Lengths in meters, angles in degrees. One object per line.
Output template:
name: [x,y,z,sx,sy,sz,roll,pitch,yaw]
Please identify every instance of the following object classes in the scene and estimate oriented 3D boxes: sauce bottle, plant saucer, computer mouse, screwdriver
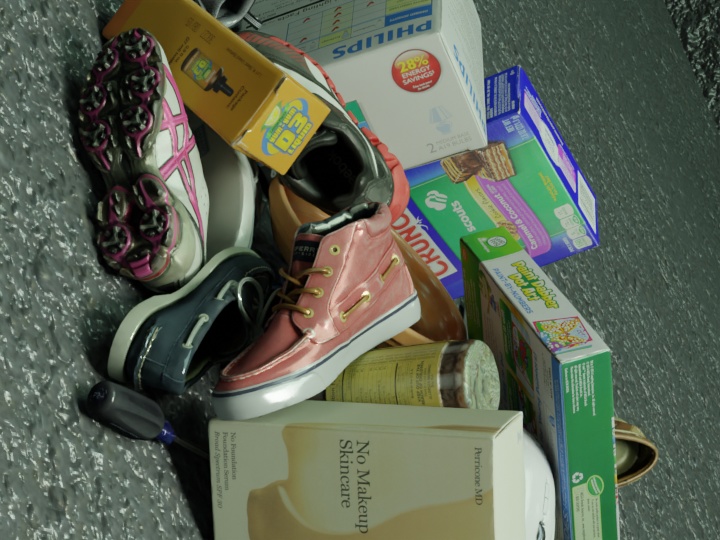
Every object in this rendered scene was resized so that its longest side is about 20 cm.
sauce bottle: [-0.001,0.088,1.183,0.065,0.199,0.065,20,66,-56]
plant saucer: [0.000,0.000,1.330,0.200,0.037,0.200,39,16,-14]
computer mouse: [0.115,0.175,1.182,0.110,0.044,0.201,40,32,-43]
screwdriver: [-0.121,0.118,1.141,0.200,0.029,0.028,45,25,-54]

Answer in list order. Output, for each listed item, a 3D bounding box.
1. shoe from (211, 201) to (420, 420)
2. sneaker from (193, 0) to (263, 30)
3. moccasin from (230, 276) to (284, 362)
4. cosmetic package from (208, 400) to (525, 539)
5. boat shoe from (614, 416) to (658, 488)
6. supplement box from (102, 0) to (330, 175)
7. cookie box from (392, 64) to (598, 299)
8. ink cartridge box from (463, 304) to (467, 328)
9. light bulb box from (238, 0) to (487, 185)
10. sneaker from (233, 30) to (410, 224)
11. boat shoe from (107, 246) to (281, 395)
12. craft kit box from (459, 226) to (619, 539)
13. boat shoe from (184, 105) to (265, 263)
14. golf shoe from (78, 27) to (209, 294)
shoe: [-0.037,0.023,1.149,0.200,0.071,0.092,-31,111,-44]
sneaker: [-0.147,-0.267,1.401,0.114,0.075,0.200,51,10,34]
moccasin: [-0.048,0.030,1.321,0.081,0.068,0.200,60,22,-5]
cosmetic package: [0.005,0.143,1.108,0.071,0.198,0.106,-23,111,-67]
boat shoe: [0.181,0.173,1.521,0.199,0.074,0.076,-13,101,-28]
supplement box: [-0.112,-0.151,1.281,0.200,0.067,0.069,42,5,42]
cookie box: [0.092,-0.069,1.541,0.172,0.199,0.076,54,27,-32]
ink cartridge box: [0.166,0.118,1.661,0.145,0.084,0.201,52,25,-23]
light bulb box: [0.001,-0.181,1.474,0.201,0.197,0.125,-86,155,-51]
sneaker: [-0.046,-0.113,1.309,0.201,0.071,0.098,49,15,13]
boat shoe: [-0.101,0.036,1.170,0.061,0.075,0.200,23,19,15]
craft kit box: [0.134,0.099,1.284,0.198,0.048,0.201,-128,-154,-55]
boat shoe: [-0.106,-0.066,1.319,0.068,0.072,0.201,37,23,-40]
golf shoe: [-0.152,-0.076,1.225,0.092,0.072,0.202,33,46,-60]
